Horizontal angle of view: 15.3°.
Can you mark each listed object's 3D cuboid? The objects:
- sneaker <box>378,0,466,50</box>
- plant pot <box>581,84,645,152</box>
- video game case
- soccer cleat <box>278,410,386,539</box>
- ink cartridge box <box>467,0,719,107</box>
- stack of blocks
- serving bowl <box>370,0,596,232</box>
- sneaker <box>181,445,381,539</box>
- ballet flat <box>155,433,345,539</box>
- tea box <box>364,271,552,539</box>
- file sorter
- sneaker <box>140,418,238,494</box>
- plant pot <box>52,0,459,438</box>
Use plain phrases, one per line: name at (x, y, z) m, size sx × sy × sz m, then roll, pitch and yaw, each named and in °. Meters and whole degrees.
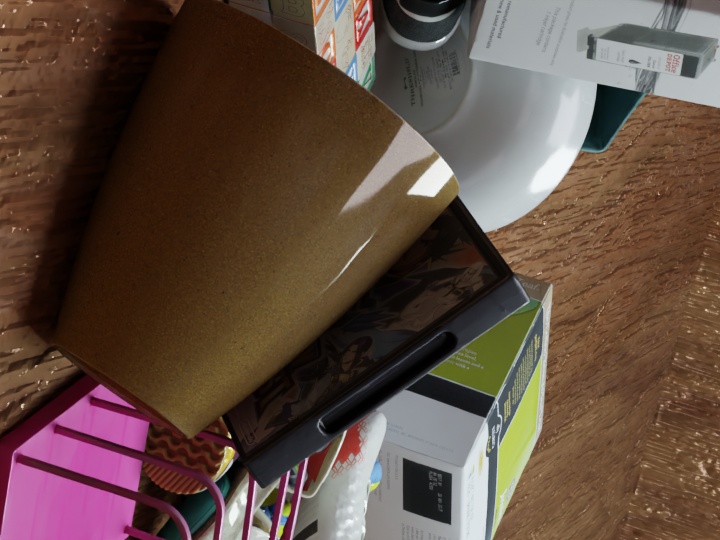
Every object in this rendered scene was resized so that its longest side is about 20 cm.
sneaker at (0.054, -0.250, 1.693) m, size 0.112 × 0.073 × 0.201 m, roll 122°, pitch -30°, yaw -70°
plant pot at (0.135, -0.216, 1.968) m, size 0.141 × 0.140 × 0.201 m, roll 122°, pitch -26°, yaw -61°
video game case at (-0.010, 0.019, 1.533) m, size 0.026 × 0.180 × 0.200 m, roll 54°, pitch 2°, yaw -29°
soccer cleat at (-0.022, 0.187, 1.768) m, size 0.201 × 0.085 × 0.069 m, roll -58°, pitch 163°, yaw -19°
ink cartridge box at (0.175, -0.192, 1.693) m, size 0.083 × 0.199 × 0.147 m, roll 106°, pitch -8°, yaw -48°
stack of blocks at (-0.030, -0.169, 1.640) m, size 0.201 × 0.058 × 0.116 m, roll 86°, pitch 26°, yaw -53°
serving bowl at (0.055, -0.126, 1.763) m, size 0.066 × 0.199 × 0.201 m, roll 12°, pitch 96°, yaw -57°
sneaker at (-0.065, 0.145, 1.860) m, size 0.199 × 0.083 × 0.071 m, roll -10°, pitch 139°, yaw -57°
ballet flat at (-0.065, 0.142, 1.727) m, size 0.200 × 0.062 × 0.067 m, roll -51°, pitch -166°, yaw 5°
tea box at (0.059, 0.122, 2.140) m, size 0.201 × 0.133 × 0.197 m, roll 90°, pitch 24°, yaw -50°
file sorter at (-0.121, 0.145, 1.541) m, size 0.200 × 0.125 × 0.140 m, roll -40°, pitch 145°, yaw -63°
sneaker at (-0.084, 0.039, 1.678) m, size 0.090 × 0.075 × 0.201 m, roll -29°, pitch 141°, yaw -81°
plant pot at (-0.075, -0.015, 1.472) m, size 0.201 × 0.186 × 0.186 m, roll -56°, pitch 162°, yaw -9°
